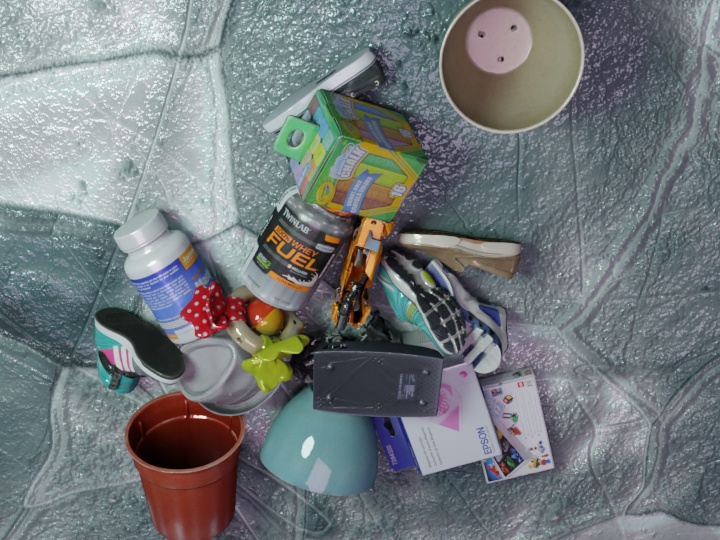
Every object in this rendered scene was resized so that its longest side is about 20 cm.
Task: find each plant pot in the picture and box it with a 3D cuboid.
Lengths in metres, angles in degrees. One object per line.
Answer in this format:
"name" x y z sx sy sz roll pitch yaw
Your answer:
"plant pot" -0.056 0.266 1.675 0.199 0.200 0.136 13 103 -7
"plant pot" -0.291 0.344 1.711 0.199 0.201 0.196 0 123 -1

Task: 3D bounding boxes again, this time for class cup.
"cup" 0.205 -0.313 1.426 0.199 0.143 0.201 0 116 -1

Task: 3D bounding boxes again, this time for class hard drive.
"hard drive" 0.026 0.168 1.568 0.199 0.042 0.136 3 126 0

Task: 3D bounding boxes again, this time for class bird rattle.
"bird rattle" -0.171 0.086 1.561 0.200 0.163 0.113 36 124 7

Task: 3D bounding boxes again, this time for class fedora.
"fedora" -0.227 0.149 1.622 0.199 0.090 0.178 -22 81 27

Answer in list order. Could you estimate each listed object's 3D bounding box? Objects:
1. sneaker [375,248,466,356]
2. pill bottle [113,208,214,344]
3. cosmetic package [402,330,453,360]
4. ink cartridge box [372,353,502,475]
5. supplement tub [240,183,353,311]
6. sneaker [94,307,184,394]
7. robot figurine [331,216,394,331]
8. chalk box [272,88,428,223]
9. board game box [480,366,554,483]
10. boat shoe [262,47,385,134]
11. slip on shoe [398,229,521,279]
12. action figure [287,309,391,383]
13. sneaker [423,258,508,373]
"sneaker" 0.095 0.056 1.591 0.077 0.200 0.080 -19 152 -38
"pill bottle" -0.302 0.007 1.586 0.112 0.112 0.201 -24 114 10
"cosmetic package" 0.127 0.197 1.715 0.082 0.051 0.201 -8 115 5
"ink cartridge box" 0.118 0.250 1.690 0.199 0.043 0.197 -18 115 7
"supplement tub" -0.092 -0.047 1.558 0.122 0.123 0.201 27 112 -13
"sneaker" -0.366 0.158 1.640 0.200 0.083 0.121 33 128 31
"robot figurine" 0.000 0.000 1.574 0.058 0.145 0.201 14 106 -5
"chalk box" -0.026 -0.170 1.457 0.199 0.124 0.125 11 128 -31
"board game box" 0.260 0.274 1.761 0.125 0.035 0.201 -14 114 5
"boat shoe" -0.053 -0.254 1.493 0.199 0.069 0.057 -32 112 11
"slip on shoe" 0.156 -0.027 1.598 0.199 0.076 0.061 6 99 -12
"action figure" -0.043 0.146 1.656 0.199 0.119 0.102 -24 109 4
"sneaker" 0.173 0.073 1.644 0.081 0.115 0.200 -44 78 27
